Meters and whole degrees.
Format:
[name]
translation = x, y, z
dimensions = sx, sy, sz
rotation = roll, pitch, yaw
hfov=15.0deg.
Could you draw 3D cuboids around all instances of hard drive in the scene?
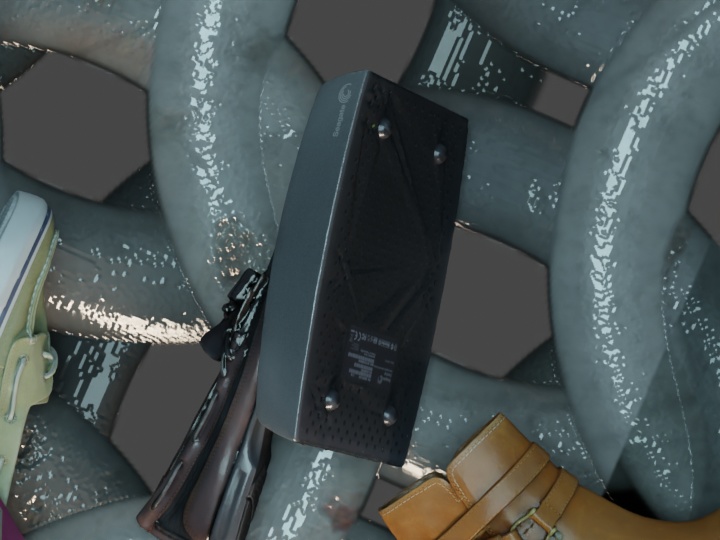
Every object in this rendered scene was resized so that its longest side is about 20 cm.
[hard drive]
translation = 0.000, 0.000, 1.492
dimensions = 0.042, 0.135, 0.201
rotation = 8, 84, 30

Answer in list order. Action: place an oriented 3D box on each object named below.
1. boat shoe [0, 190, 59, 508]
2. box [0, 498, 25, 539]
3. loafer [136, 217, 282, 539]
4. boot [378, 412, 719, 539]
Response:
[boat shoe]
translation = -0.201, 0.056, 1.525
dimensions = 0.062, 0.072, 0.201
rotation = 18, 97, -11
[box]
translation = -0.281, 0.202, 1.435
dimensions = 0.199, 0.176, 0.097
rotation = -21, 126, 7
[loafer]
translation = -0.071, 0.061, 1.517
dimensions = 0.063, 0.072, 0.201
rotation = 16, 90, 6
[boot]
translation = 0.123, 0.139, 1.504
dimensions = 0.200, 0.074, 0.155
rotation = -35, 89, 0
